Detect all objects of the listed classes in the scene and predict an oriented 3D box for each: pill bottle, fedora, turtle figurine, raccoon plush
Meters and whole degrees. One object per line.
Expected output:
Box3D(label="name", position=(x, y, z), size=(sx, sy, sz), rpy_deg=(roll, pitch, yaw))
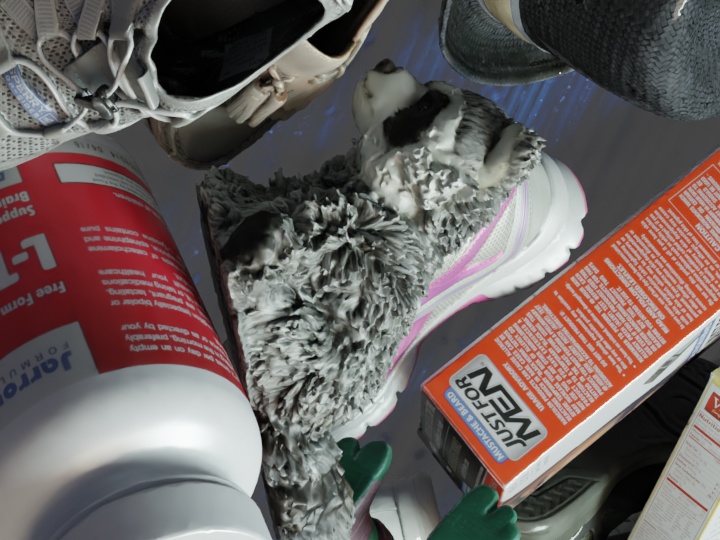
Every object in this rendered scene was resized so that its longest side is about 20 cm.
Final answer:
Box3D(label="pill bottle", position=(-0.104, 0.047, 0.706), size=(0.111, 0.201, 0.113), rpy_deg=(-17, 141, -15))
Box3D(label="fedora", position=(0.125, -0.115, 0.716), size=(0.200, 0.092, 0.201), rpy_deg=(-33, 157, -16))
Box3D(label="turtle figurine", position=(0.039, 0.156, 0.868), size=(0.148, 0.101, 0.201), rpy_deg=(4, 148, 17))
Box3D(label="raccoon plush", position=(0.013, 0.018, 0.755), size=(0.133, 0.097, 0.201), rpy_deg=(-14, 119, -8))

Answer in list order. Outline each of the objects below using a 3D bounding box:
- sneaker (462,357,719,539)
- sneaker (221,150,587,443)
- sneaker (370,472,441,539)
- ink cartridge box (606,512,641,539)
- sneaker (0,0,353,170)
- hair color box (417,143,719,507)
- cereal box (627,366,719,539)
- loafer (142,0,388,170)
Box3D(label="sneaker", position=(0.122, 0.116, 1.014), size=(0.199, 0.076, 0.115), rpy_deg=(-27, 152, -35))
Box3D(label="sneaker", position=(0.000, 0.000, 0.827), size=(0.200, 0.081, 0.088), rpy_deg=(-41, 140, 2))
Box3D(label="sneaker", position=(0.002, 0.189, 1.052), size=(0.088, 0.076, 0.201), rpy_deg=(-9, 132, -6))
Box3D(label="ink cartridge box", position=(0.143, 0.201, 1.130), size=(0.198, 0.084, 0.145), rpy_deg=(-7, 138, -25))
Box3D(label="sneaker", position=(-0.083, -0.082, 0.645), size=(0.199, 0.082, 0.075), rpy_deg=(-28, 129, 25))
Box3D(label="hair color box", position=(0.121, 0.027, 0.878), size=(0.199, 0.064, 0.111), rpy_deg=(-37, 167, -9))
Box3D(label="cereal box", position=(0.193, 0.112, 0.975), size=(0.143, 0.039, 0.201), rpy_deg=(-24, 143, -44))
Box3D(label="loafer", position=(-0.019, -0.108, 0.699), size=(0.072, 0.063, 0.200), rpy_deg=(10, 128, -40))
